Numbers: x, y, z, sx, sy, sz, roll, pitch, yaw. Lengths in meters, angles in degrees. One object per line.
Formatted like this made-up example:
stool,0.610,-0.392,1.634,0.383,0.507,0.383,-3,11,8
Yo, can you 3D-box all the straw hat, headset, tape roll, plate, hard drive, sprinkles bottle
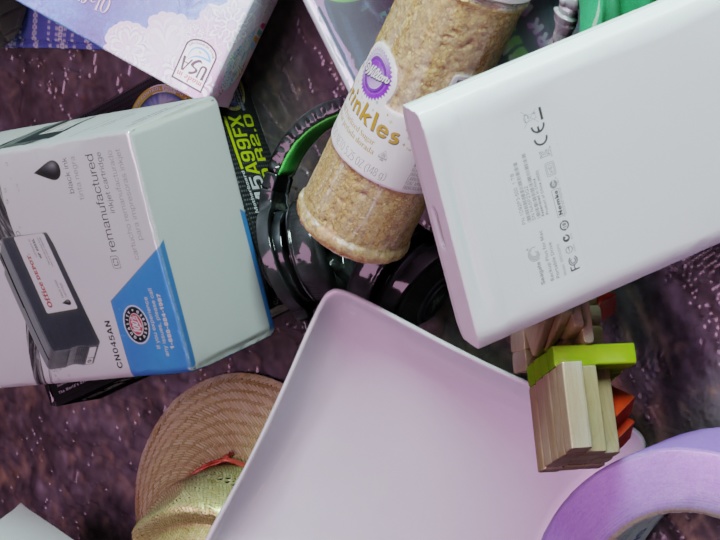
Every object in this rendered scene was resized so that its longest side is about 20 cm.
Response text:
straw hat,-0.085,0.159,1.691,0.200,0.085,0.202,5,99,35
headset,0.000,0.000,1.629,0.123,0.094,0.201,13,90,21
tape roll,0.190,0.187,1.499,0.199,0.066,0.201,6,101,31
plate,0.034,0.128,1.593,0.199,0.032,0.200,25,111,-1
hard drive,0.127,-0.058,1.433,0.026,0.199,0.132,34,143,60
sprinkles bottle,0.033,-0.099,1.483,0.068,0.068,0.201,41,123,25

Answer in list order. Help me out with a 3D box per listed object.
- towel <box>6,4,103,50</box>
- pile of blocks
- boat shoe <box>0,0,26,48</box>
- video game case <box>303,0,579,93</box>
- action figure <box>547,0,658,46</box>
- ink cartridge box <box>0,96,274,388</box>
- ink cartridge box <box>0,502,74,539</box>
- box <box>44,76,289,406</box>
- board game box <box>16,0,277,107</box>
towel,-0.172,-0.208,1.756,0.199,0.024,0.146,6,97,34
pile of blocks,0.115,0.019,1.509,0.082,0.062,0.201,106,156,-49
boat shoe,-0.249,-0.236,1.749,0.073,0.074,0.201,10,97,33
video game case,0.060,-0.164,1.554,0.181,0.023,0.201,-30,78,15
action figure,0.135,-0.119,1.464,0.055,0.118,0.201,19,121,53
ink cartridge box,-0.165,-0.012,1.659,0.199,0.084,0.145,-7,102,39
ink cartridge box,-0.165,0.260,1.732,0.200,0.084,0.146,30,138,30
box,-0.134,-0.023,1.731,0.199,0.044,0.161,-24,82,35
board game box,-0.123,-0.229,1.652,0.199,0.043,0.200,29,101,16
